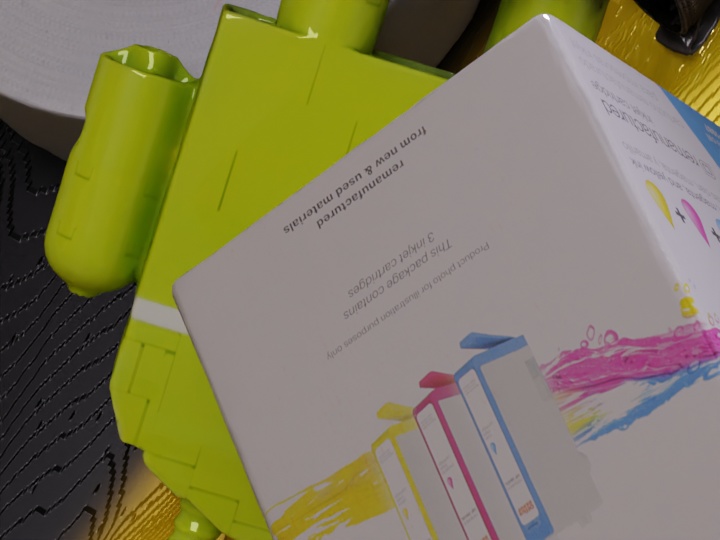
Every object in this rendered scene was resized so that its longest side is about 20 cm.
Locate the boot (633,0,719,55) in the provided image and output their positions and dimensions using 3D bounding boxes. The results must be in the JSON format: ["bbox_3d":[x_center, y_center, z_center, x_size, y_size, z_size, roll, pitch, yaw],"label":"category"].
[{"bbox_3d":[0.113,-0.172,0.851,0.174,0.200,0.069,-45,46,-11],"label":"boot"}]

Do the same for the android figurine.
[{"bbox_3d":[0.000,0.000,0.861,0.182,0.041,0.200,15,100,-5],"label":"android figurine"}]

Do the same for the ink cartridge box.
[{"bbox_3d":[0.066,0.065,0.729,0.125,0.129,0.200,-36,59,20],"label":"ink cartridge box"}]

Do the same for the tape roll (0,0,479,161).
[{"bbox_3d":[-0.055,-0.130,0.934,0.200,0.066,0.201,-3,73,10],"label":"tape roll"}]
